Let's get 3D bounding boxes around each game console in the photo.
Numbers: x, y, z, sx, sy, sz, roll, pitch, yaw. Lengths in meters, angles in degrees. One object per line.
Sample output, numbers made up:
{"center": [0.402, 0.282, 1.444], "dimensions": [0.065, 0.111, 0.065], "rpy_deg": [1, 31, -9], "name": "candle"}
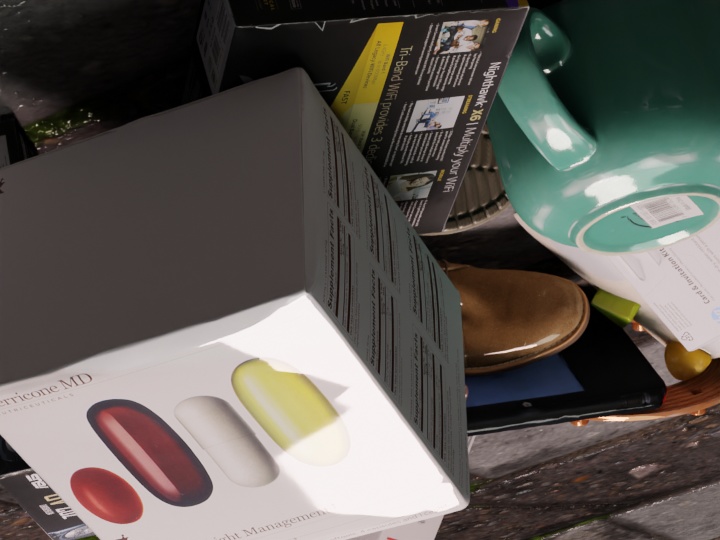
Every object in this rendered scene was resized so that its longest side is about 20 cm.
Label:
{"center": [0.088, 0.060, 1.794], "dimensions": [0.199, 0.031, 0.177], "rpy_deg": [-8, -157, -13], "name": "game console"}

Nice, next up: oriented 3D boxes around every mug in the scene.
{"center": [0.136, -0.076, 1.476], "dimensions": [0.184, 0.115, 0.152], "rpy_deg": [-4, 159, -24], "name": "mug"}

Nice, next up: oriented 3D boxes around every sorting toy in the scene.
{"center": [0.201, -0.023, 1.735], "dimensions": [0.180, 0.107, 0.200], "rpy_deg": [30, 138, -35], "name": "sorting toy"}

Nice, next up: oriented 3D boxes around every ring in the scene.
{"center": [0.175, 0.065, 1.842], "dimensions": [0.199, 0.019, 0.201], "rpy_deg": [-2, -157, 1], "name": "ring"}

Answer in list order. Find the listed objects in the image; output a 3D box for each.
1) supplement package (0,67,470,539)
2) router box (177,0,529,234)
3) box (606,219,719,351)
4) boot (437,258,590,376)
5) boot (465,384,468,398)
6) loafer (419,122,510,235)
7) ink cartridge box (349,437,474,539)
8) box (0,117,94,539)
{"center": [-0.070, 0.036, 1.349], "dimensions": [0.190, 0.148, 0.200], "rpy_deg": [-17, 138, 18], "name": "supplement package"}
{"center": [-0.013, -0.089, 1.387], "dimensions": [0.157, 0.052, 0.200], "rpy_deg": [-5, 147, -18], "name": "router box"}
{"center": [0.237, -0.048, 1.599], "dimensions": [0.200, 0.041, 0.156], "rpy_deg": [-28, 115, 35], "name": "box"}
{"center": [0.051, 0.022, 1.740], "dimensions": [0.199, 0.074, 0.076], "rpy_deg": [0, 150, 7], "name": "boot"}
{"center": [-0.015, 0.054, 1.562], "dimensions": [0.166, 0.073, 0.200], "rpy_deg": [22, 179, 16], "name": "boot"}
{"center": [-0.004, -0.054, 1.527], "dimensions": [0.199, 0.076, 0.068], "rpy_deg": [-7, -171, -20], "name": "loafer"}
{"center": [0.019, 0.152, 1.909], "dimensions": [0.066, 0.201, 0.116], "rpy_deg": [21, 177, 22], "name": "ink cartridge box"}
{"center": [-0.180, 0.037, 1.473], "dimensions": [0.043, 0.201, 0.160], "rpy_deg": [-12, 162, 2], "name": "box"}
